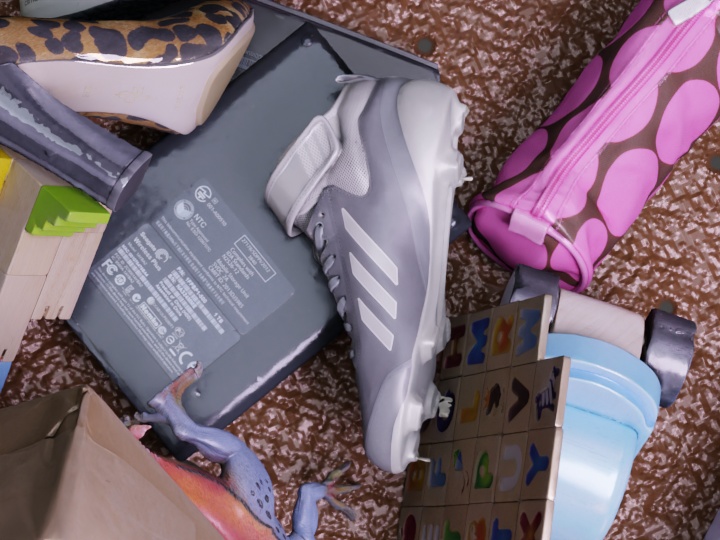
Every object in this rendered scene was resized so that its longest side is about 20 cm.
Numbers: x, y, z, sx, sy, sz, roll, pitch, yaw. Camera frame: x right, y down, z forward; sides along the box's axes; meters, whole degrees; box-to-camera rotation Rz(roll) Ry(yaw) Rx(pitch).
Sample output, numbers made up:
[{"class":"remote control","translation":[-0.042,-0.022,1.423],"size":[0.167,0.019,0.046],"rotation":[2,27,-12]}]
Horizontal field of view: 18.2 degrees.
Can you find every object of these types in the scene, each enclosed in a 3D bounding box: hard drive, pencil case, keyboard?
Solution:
[{"class":"hard drive","translation":[-0.060,-0.016,1.185],"size":[0.200,0.033,0.140],"rotation":[-39,90,-5]},{"class":"pencil case","translation":[0.142,-0.082,1.207],"size":[0.091,0.094,0.200],"rotation":[37,79,0]},{"class":"keyboard","translation":[-0.063,-0.085,1.219],"size":[0.199,0.021,0.127],"rotation":[20,82,-1]}]

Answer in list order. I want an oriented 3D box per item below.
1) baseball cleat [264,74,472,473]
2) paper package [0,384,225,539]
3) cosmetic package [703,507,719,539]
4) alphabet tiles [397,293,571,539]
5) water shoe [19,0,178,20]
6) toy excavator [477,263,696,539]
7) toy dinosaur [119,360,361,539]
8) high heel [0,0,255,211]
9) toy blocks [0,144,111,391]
[{"class":"baseball cleat","translation":[0.000,0.000,1.148],"size":[0.106,0.070,0.201],"rotation":[7,82,10]},{"class":"paper package","translation":[-0.157,0.166,1.040],"size":[0.190,0.200,0.104],"rotation":[-16,43,23]},{"class":"cosmetic package","translation":[0.216,0.174,1.166],"size":[0.085,0.108,0.200],"rotation":[29,77,0]},{"class":"alphabet tiles","translation":[0.057,0.099,1.113],"size":[0.006,0.200,0.167],"rotation":[11,80,-17]},{"class":"water shoe","translation":[-0.095,-0.184,1.157],"size":[0.199,0.071,0.079],"rotation":[-18,82,17]},{"class":"toy excavator","translation":[0.084,0.128,1.153],"size":[0.100,0.195,0.200],"rotation":[19,51,-3]},{"class":"toy dinosaur","translation":[-0.066,0.146,1.118],"size":[0.105,0.200,0.182],"rotation":[-36,92,16]},{"class":"high heel","translation":[-0.138,-0.119,1.121],"size":[0.142,0.071,0.200],"rotation":[31,37,3]},{"class":"toy blocks","translation":[-0.205,-0.021,1.140],"size":[0.200,0.100,0.137],"rotation":[41,116,36]}]
